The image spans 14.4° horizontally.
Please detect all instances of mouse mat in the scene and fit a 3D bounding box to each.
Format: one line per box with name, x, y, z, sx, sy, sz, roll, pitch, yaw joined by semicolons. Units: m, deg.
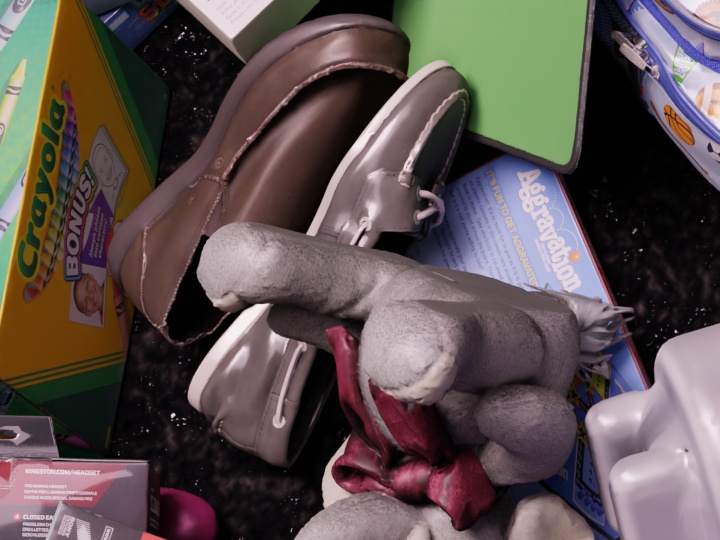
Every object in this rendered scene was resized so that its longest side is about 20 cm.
mouse mat;0.059;-0.138;1.281;0.200;0.007;0.162;-151;64;-63

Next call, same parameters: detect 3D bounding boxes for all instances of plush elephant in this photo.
plush elephant;0.025;0.079;1.199;0.164;0.199;0.156;23;102;44

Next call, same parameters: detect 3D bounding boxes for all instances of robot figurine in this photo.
robot figurine;0.194;0.065;1.150;0.199;0.113;0.170;-17;37;0

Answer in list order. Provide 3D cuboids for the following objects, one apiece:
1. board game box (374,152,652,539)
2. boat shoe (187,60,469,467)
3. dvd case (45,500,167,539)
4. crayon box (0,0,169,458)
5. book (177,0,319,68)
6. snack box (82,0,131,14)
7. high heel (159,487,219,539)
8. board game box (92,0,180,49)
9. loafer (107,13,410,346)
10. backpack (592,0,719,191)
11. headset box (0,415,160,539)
board game box;0.073;0.043;1.284;0.103;0.019;0.201;-28;59;13
boat shoe;0.000;0.000;1.294;0.057;0.067;0.200;38;98;20
dvd case;-0.059;0.199;1.206;0.199;0.022;0.147;19;79;-3
crayon box;-0.155;-0.022;1.359;0.058;0.119;0.201;-2;67;24
book;-0.073;-0.206;1.335;0.134;0.048;0.200;-44;63;-5
snack box;-0.157;-0.211;1.433;0.199;0.068;0.169;-19;63;13
high heel;-0.169;0.131;1.310;0.199;0.096;0.068;-18;61;16
board game box;-0.134;-0.221;1.489;0.135;0.034;0.200;-43;58;2
loafer;-0.038;-0.036;1.316;0.200;0.073;0.071;-49;47;32
backpack;0.196;-0.123;1.233;0.200;0.154;0.191;-33;69;5
headset box;-0.165;0.163;1.254;0.148;0.075;0.201;1;81;0
